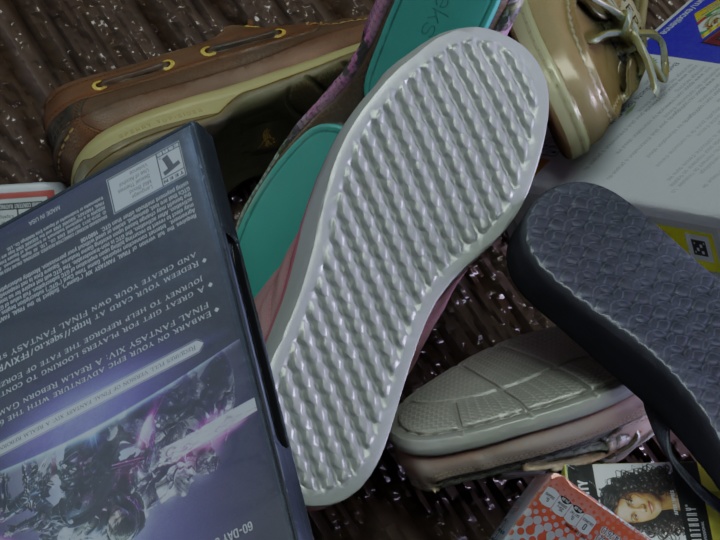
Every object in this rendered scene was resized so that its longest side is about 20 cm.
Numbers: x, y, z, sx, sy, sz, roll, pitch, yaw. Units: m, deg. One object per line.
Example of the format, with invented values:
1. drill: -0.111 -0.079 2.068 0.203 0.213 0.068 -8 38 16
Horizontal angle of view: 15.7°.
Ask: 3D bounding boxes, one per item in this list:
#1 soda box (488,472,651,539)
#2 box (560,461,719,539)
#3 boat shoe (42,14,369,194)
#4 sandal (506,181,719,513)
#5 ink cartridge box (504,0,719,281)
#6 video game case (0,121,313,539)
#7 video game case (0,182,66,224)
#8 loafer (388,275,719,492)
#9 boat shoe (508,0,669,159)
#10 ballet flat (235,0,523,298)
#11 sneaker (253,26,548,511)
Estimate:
1. soda box: 0.126 0.155 0.920 0.200 0.064 0.069 36 85 3
2. box: 0.175 0.115 1.004 0.199 0.050 0.076 1 53 -7
3. boat shoe: -0.041 -0.078 1.107 0.199 0.072 0.068 -19 54 -23
4. sandal: 0.135 0.048 0.984 0.076 0.043 0.200 -32 72 -35
5. ink cartridge box: 0.189 -0.065 1.088 0.199 0.047 0.197 15 44 44
6. video game case: -0.098 0.056 0.964 0.142 0.019 0.201 -27 55 16
7. video game case: -0.177 0.051 1.026 0.142 0.017 0.201 -4 54 -10
8. loafer: 0.106 0.051 1.038 0.199 0.063 0.072 -24 25 -20
9. boat shoe: 0.097 -0.116 1.113 0.062 0.074 0.200 -17 30 13
10. ballet flat: 0.013 -0.060 1.064 0.069 0.201 0.071 32 18 8
11. sneaker: 0.000 0.000 1.015 0.075 0.105 0.201 28 77 -10
